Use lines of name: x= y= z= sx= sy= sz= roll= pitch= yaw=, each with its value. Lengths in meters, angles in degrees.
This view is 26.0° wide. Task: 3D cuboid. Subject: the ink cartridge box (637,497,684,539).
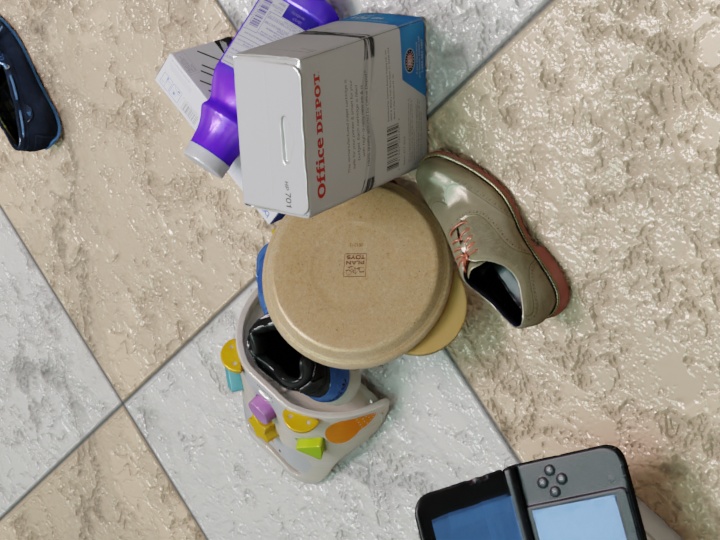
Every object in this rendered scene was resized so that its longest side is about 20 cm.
ink cartridge box: x=0.218 y=0.313 z=1.493 sx=0.144 sy=0.084 sz=0.201 roll=42 pitch=114 yaw=18

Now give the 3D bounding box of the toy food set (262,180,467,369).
toy food set: x=0.000 y=0.000 z=1.538 sx=0.197 sy=0.049 sz=0.200 roll=-16 pitch=71 yaw=6

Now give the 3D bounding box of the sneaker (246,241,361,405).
sneaker: x=-0.077 y=0.044 z=1.614 sx=0.076 sy=0.111 sz=0.202 roll=-34 pitch=63 yaw=21

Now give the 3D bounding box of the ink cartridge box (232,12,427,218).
ink cartridge box: x=-0.023 y=-0.150 z=1.463 sx=0.085 sy=0.199 sz=0.148 roll=12 pitch=115 yaw=35

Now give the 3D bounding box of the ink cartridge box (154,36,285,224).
ink cartridge box: x=-0.115 y=-0.147 z=1.614 sx=0.201 sy=0.094 sz=0.044 roll=52 pitch=132 yaw=12

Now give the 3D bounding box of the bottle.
bottle: x=-0.102 y=-0.187 z=1.537 sx=0.083 sy=0.065 sz=0.201 roll=30 pitch=85 yaw=17

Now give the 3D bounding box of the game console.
game console: x=0.166 y=0.277 z=1.403 sx=0.171 sy=0.118 sz=0.203 roll=-16 pitch=87 yaw=29

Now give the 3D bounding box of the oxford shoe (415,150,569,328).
oxford shoe: x=0.114 y=-0.031 z=1.480 sx=0.200 sy=0.074 sz=0.071 roll=48 pitch=131 yaw=15

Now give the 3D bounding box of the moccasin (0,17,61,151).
moccasin: x=-0.429 y=-0.232 z=1.859 sx=0.201 sy=0.068 sz=0.081 roll=53 pitch=132 yaw=10

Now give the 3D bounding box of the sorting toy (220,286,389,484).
sorting toy: x=-0.082 y=0.154 z=1.722 sx=0.200 sy=0.107 sz=0.181 roll=41 pitch=147 yaw=20
